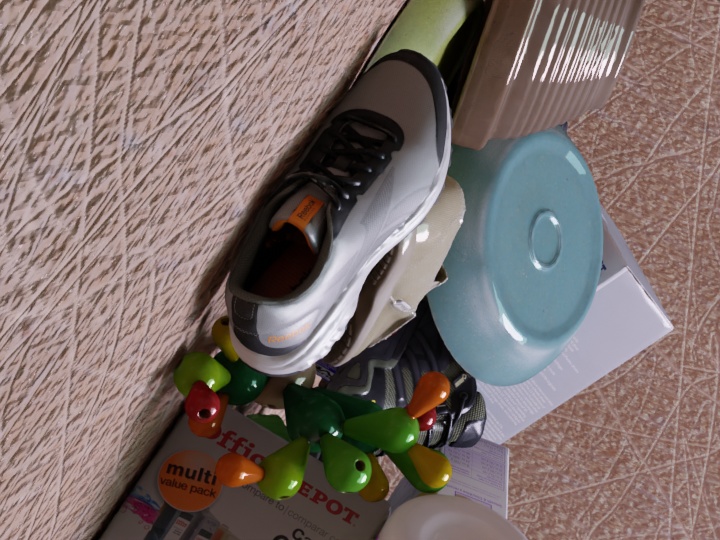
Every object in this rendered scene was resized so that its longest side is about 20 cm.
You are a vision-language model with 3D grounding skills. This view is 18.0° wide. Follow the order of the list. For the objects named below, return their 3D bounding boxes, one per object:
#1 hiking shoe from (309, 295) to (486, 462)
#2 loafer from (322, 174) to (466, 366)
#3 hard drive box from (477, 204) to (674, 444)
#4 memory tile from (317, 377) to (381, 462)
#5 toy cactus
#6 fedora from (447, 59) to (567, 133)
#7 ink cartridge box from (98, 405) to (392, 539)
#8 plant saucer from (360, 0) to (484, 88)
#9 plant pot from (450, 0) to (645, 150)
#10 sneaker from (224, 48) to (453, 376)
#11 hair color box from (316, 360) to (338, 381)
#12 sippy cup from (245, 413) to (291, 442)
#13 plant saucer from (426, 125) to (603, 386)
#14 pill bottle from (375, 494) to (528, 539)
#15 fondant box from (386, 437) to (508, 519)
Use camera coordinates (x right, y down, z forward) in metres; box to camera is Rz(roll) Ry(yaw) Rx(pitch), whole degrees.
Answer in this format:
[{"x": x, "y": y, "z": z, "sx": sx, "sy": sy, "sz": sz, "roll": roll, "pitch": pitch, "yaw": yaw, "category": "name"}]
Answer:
[{"x": 0.033, "y": 0.090, "z": 1.525, "sx": 0.200, "sy": 0.101, "sz": 0.076, "roll": -51, "pitch": 170, "yaw": -34, "category": "hiking shoe"}, {"x": 0.014, "y": 0.000, "z": 1.380, "sx": 0.068, "sy": 0.076, "sz": 0.200, "roll": -16, "pitch": 164, "yaw": -23, "category": "loafer"}, {"x": 0.117, "y": 0.035, "z": 1.730, "sx": 0.200, "sy": 0.077, "sz": 0.156, "roll": -35, "pitch": -147, "yaw": 8, "category": "hard drive box"}, {"x": -0.004, "y": 0.103, "z": 1.729, "sx": 0.153, "sy": 0.017, "sz": 0.200, "roll": -116, "pitch": -135, "yaw": -59, "category": "memory tile"}, {"x": -0.034, "y": 0.069, "z": 1.329, "sx": 0.165, "sy": 0.200, "sz": 0.102, "roll": 50, "pitch": -58, "yaw": 53, "category": "toy cactus"}, {"x": 0.101, "y": -0.066, "z": 1.665, "sx": 0.201, "sy": 0.091, "sz": 0.201, "roll": -172, "pitch": -90, "yaw": -88, "category": "fedora"}, {"x": -0.094, "y": 0.205, "z": 1.409, "sx": 0.200, "sy": 0.145, "sz": 0.145, "roll": -57, "pitch": 174, "yaw": -22, "category": "ink cartridge box"}, {"x": 0.025, "y": -0.105, "z": 1.399, "sx": 0.200, "sy": 0.031, "sz": 0.200, "roll": -59, "pitch": 175, "yaw": -9, "category": "plant saucer"}, {"x": 0.126, "y": -0.165, "z": 1.438, "sx": 0.201, "sy": 0.093, "sz": 0.201, "roll": -162, "pitch": -90, "yaw": -90, "category": "plant pot"}, {"x": -0.010, "y": -0.039, "z": 1.246, "sx": 0.200, "sy": 0.074, "sz": 0.079, "roll": -61, "pitch": 159, "yaw": -18, "category": "sneaker"}, {"x": 0.000, "y": 0.000, "z": 1.579, "sx": 0.109, "sy": 0.065, "sz": 0.200, "roll": -57, "pitch": 176, "yaw": -18, "category": "hair color box"}, {"x": -0.073, "y": 0.206, "z": 1.661, "sx": 0.178, "sy": 0.140, "sz": 0.130, "roll": -54, "pitch": 177, "yaw": -19, "category": "sippy cup"}, {"x": 0.113, "y": -0.021, "z": 1.542, "sx": 0.200, "sy": 0.036, "sz": 0.200, "roll": 0, "pitch": 90, "yaw": -53, "category": "plant saucer"}, {"x": 0.028, "y": 0.237, "z": 1.373, "sx": 0.200, "sy": 0.104, "sz": 0.104, "roll": -64, "pitch": 173, "yaw": 34, "category": "pill bottle"}, {"x": 0.043, "y": 0.221, "z": 1.544, "sx": 0.200, "sy": 0.058, "sz": 0.144, "roll": -85, "pitch": -159, "yaw": -54, "category": "fondant box"}]
